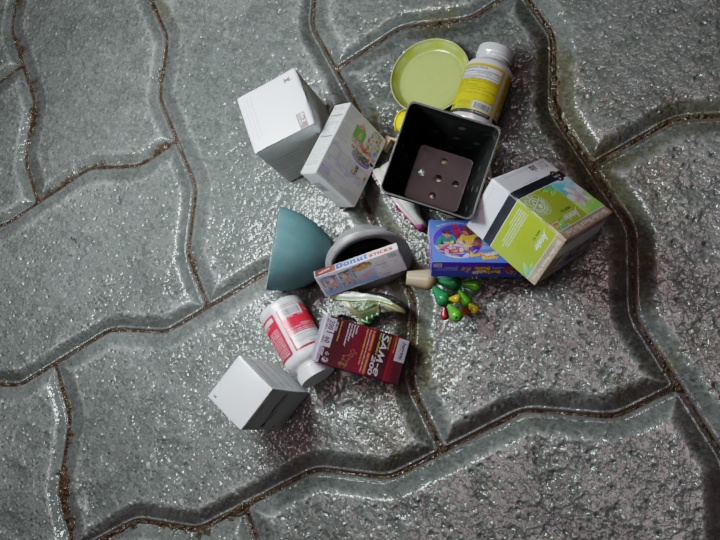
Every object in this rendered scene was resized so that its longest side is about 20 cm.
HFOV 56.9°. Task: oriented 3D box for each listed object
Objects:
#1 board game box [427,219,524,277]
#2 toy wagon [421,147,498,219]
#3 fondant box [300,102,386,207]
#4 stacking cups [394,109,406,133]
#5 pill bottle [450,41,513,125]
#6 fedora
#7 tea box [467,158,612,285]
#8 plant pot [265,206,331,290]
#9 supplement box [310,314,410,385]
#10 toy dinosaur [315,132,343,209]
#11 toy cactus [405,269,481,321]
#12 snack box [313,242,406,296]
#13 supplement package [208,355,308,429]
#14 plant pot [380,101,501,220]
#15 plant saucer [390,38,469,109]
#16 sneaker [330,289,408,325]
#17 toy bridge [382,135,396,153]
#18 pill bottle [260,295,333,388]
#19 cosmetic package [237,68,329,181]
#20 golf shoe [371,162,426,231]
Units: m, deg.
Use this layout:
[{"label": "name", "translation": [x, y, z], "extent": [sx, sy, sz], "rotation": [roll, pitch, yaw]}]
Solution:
[{"label": "board game box", "translation": [0.249, -0.049, 1.439], "extent": [0.199, 0.045, 0.135], "rotation": [1, 46, 1]}, {"label": "toy wagon", "translation": [0.244, -0.215, 1.532], "extent": [0.155, 0.040, 0.200], "rotation": [39, 89, 7]}, {"label": "fondant box", "translation": [-0.037, -0.270, 1.567], "extent": [0.058, 0.144, 0.200], "rotation": [6, 64, 47]}, {"label": "stacking cups", "translation": [0.172, -0.331, 1.562], "extent": [0.200, 0.060, 0.061], "rotation": [25, 87, 38]}, {"label": "pill bottle", "translation": [0.284, -0.418, 1.540], "extent": [0.112, 0.112, 0.201], "rotation": [18, 83, 22]}, {"label": "fedora", "translation": [0.015, -0.046, 1.544], "extent": [0.199, 0.177, 0.090], "rotation": [-24, 41, 14]}, {"label": "tea box", "translation": [0.369, -0.106, 1.373], "extent": [0.197, 0.200, 0.134], "rotation": [45, 136, 21]}, {"label": "plant pot", "translation": [-0.144, -0.042, 1.581], "extent": [0.134, 0.200, 0.201], "rotation": [9, 79, -9]}, {"label": "supplement box", "translation": [-0.001, 0.177, 1.481], "extent": [0.199, 0.061, 0.109], "rotation": [17, 83, -10]}, {"label": "toy dinosaur", "translation": [-0.058, -0.253, 1.622], "extent": [0.060, 0.106, 0.201], "rotation": [-20, 108, -4]}, {"label": "toy cactus", "translation": [0.184, 0.025, 1.473], "extent": [0.164, 0.102, 0.201], "rotation": [6, 65, 2]}, {"label": "snack box", "translation": [0.000, 0.000, 1.503], "extent": [0.199, 0.072, 0.024], "rotation": [-19, 45, 9]}, {"label": "supplement package", "translation": [-0.228, 0.282, 1.511], "extent": [0.117, 0.200, 0.117], "rotation": [39, 93, 23]}, {"label": "plant pot", "translation": [0.172, -0.218, 1.430], "extent": [0.199, 0.177, 0.200], "rotation": [19, 88, 8]}, {"label": "plant saucer", "translation": [0.173, -0.473, 1.637], "extent": [0.199, 0.031, 0.201], "rotation": [-5, 75, 19]}, {"label": "sneaker", "translation": [0.019, 0.095, 1.547], "extent": [0.199, 0.077, 0.089], "rotation": [8, 93, 26]}, {"label": "toy bridge", "translation": [0.140, -0.284, 1.606], "extent": [0.200, 0.027, 0.067], "rotation": [32, 89, 23]}, {"label": "pill bottle", "translation": [-0.146, 0.167, 1.557], "extent": [0.112, 0.112, 0.200], "rotation": [-35, 69, 9]}, {"label": "cosmetic package", "translation": [-0.169, -0.353, 1.639], "extent": [0.165, 0.200, 0.165], "rotation": [-25, 70, 12]}, {"label": "golf shoe", "translation": [0.108, -0.184, 1.571], "extent": [0.091, 0.075, 0.200], "rotation": [-35, 70, 5]}]
